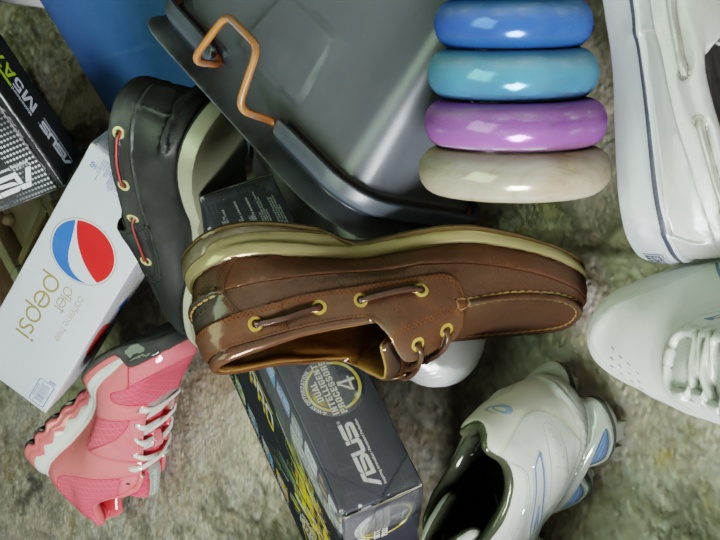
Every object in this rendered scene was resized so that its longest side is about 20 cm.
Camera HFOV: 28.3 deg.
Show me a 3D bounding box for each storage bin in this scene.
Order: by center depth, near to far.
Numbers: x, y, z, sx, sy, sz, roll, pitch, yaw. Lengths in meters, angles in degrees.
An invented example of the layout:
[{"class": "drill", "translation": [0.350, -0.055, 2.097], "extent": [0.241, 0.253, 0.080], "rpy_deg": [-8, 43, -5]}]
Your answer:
[{"class": "storage bin", "translation": [-0.003, -0.127, 0.734], "extent": [0.200, 0.145, 0.135], "rpy_deg": [47, 115, 33]}]

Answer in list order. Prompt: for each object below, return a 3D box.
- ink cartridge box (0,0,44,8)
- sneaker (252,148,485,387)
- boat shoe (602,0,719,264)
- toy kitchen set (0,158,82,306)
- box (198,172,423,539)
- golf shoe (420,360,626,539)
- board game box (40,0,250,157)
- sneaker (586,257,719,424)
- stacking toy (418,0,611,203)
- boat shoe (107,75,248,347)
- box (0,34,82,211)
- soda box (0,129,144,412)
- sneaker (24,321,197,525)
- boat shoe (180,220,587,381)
[{"class": "ink cartridge box", "translation": [-0.199, -0.256, 0.892], "extent": [0.200, 0.175, 0.045], "rpy_deg": [-55, 51, 34]}, {"class": "sneaker", "translation": [0.000, 0.000, 0.794], "extent": [0.200, 0.075, 0.089], "rpy_deg": [55, 144, 33]}, {"class": "boat shoe", "translation": [0.145, -0.104, 0.618], "extent": [0.065, 0.072, 0.201], "rpy_deg": [-3, 89, 36]}, {"class": "toy kitchen set", "translation": [-0.307, -0.023, 1.031], "extent": [0.200, 0.180, 0.163], "rpy_deg": [55, 131, 27]}, {"class": "box", "translation": [-0.028, 0.073, 0.773], "extent": [0.162, 0.049, 0.201], "rpy_deg": [95, 153, -57]}, {"class": "golf shoe", "translation": [0.054, 0.140, 0.719], "extent": [0.078, 0.097, 0.201], "rpy_deg": [33, 119, 38]}, {"class": "board game box", "translation": [-0.130, -0.148, 0.901], "extent": [0.158, 0.039, 0.201], "rpy_deg": [0, 125, 54]}, {"class": "sneaker", "translation": [0.170, 0.037, 0.591], "extent": [0.199, 0.087, 0.075], "rpy_deg": [9, 102, 48]}, {"class": "stacking toy", "translation": [0.068, -0.133, 0.614], "extent": [0.085, 0.085, 0.201], "rpy_deg": [11, 105, 46]}, {"class": "boat shoe", "translation": [-0.102, -0.032, 0.820], "extent": [0.063, 0.074, 0.202], "rpy_deg": [23, 146, 15]}, {"class": "box", "translation": [-0.311, -0.107, 0.904], "extent": [0.199, 0.048, 0.194], "rpy_deg": [-17, 119, 22]}, {"class": "soda box", "translation": [-0.175, -0.004, 0.926], "extent": [0.064, 0.068, 0.200], "rpy_deg": [36, 122, -1]}, {"class": "sneaker", "translation": [-0.152, 0.106, 0.971], "extent": [0.087, 0.074, 0.200], "rpy_deg": [53, 133, 10]}, {"class": "boat shoe", "translation": [0.015, 0.022, 0.680], "extent": [0.072, 0.199, 0.068], "rpy_deg": [118, 149, -58]}]
